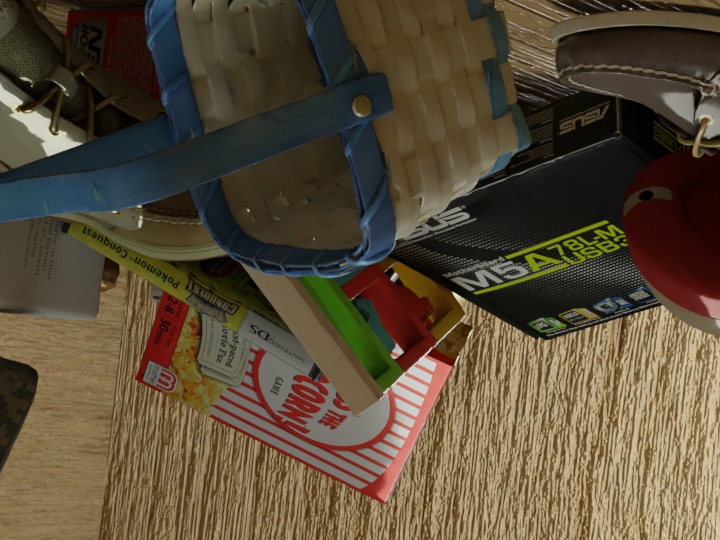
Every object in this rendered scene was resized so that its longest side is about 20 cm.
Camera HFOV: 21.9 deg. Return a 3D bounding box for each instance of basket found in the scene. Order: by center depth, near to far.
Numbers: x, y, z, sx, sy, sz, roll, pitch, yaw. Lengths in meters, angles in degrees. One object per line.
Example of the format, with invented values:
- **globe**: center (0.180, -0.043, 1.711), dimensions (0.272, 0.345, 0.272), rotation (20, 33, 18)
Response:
- **basket**: center (-0.048, -0.062, 0.770), dimensions (0.200, 0.139, 0.176), rotation (-28, -165, -30)

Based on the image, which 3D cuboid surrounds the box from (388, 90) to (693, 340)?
- **box**: center (0.132, -0.030, 1.145), dimensions (0.200, 0.048, 0.193), rotation (-19, 148, 36)

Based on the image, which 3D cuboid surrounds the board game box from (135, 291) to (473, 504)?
- **board game box**: center (-0.042, 0.057, 1.272), dimensions (0.200, 0.152, 0.046), rotation (26, -138, 4)

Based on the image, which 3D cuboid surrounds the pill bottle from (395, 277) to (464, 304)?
- **pill bottle**: center (0.034, -0.014, 1.359), dimensions (0.112, 0.112, 0.200), rotation (4, -151, 38)

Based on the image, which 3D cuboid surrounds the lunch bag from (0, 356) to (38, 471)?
- **lunch bag**: center (-0.300, 0.084, 1.113), dimensions (0.168, 0.139, 0.200), rotation (25, 170, -15)

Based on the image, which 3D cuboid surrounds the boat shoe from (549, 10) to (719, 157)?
- **boat shoe**: center (0.184, -0.082, 0.881), dimensions (0.200, 0.060, 0.072), rotation (7, 177, -17)

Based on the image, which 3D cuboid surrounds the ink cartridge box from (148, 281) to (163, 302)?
- **ink cartridge box**: center (-0.062, -0.037, 1.402), dimensions (0.084, 0.145, 0.200), rotation (4, 176, 30)

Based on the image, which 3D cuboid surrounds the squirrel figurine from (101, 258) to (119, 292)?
- **squirrel figurine**: center (-0.280, -0.069, 1.394), dimensions (0.187, 0.142, 0.200), rotation (14, 172, -23)

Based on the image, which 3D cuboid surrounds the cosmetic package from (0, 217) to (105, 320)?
- **cosmetic package**: center (-0.260, -0.063, 1.115), dimensions (0.165, 0.165, 0.200), rotation (6, 177, 16)

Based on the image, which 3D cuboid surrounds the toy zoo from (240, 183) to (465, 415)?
- **toy zoo**: center (0.000, 0.000, 1.141), dimensions (0.020, 0.131, 0.200), rotation (-36, 180, 26)

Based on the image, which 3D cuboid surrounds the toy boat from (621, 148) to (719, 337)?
- **toy boat**: center (0.234, -0.050, 0.976), dimensions (0.200, 0.131, 0.131), rotation (-14, 129, 14)

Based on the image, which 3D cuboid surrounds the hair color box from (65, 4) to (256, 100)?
- **hair color box**: center (-0.049, -0.100, 0.981), dimensions (0.200, 0.064, 0.111), rotation (6, 178, 36)

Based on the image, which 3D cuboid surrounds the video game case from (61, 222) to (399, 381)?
- **video game case**: center (-0.069, -0.022, 1.184), dimensions (0.181, 0.026, 0.200), rotation (30, -153, 5)

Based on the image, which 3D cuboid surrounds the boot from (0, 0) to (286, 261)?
- **boot**: center (-0.136, -0.081, 0.893), dimensions (0.200, 0.072, 0.155), rotation (13, 153, 32)
